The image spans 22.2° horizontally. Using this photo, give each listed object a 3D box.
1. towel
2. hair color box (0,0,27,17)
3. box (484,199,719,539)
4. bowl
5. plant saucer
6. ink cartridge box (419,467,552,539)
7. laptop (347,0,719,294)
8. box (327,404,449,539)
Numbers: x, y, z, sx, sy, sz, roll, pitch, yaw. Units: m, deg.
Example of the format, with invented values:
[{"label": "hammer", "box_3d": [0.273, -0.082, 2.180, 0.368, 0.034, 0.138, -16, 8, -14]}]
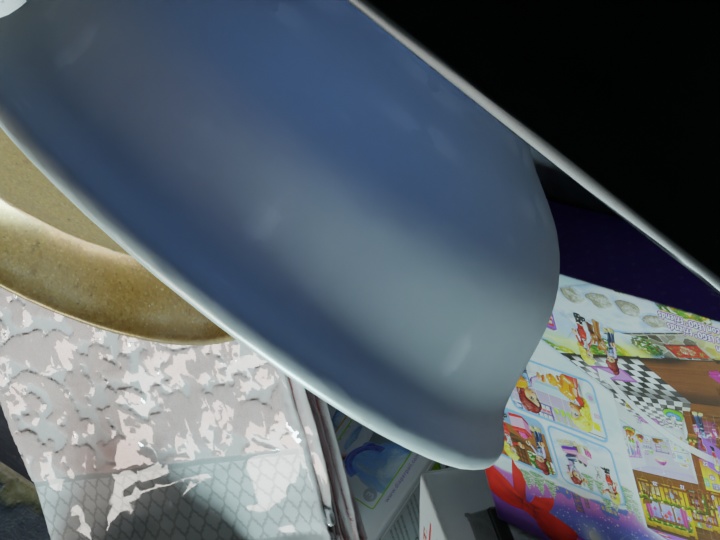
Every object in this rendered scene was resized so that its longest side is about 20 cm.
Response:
[{"label": "towel", "box_3d": [-0.107, 0.064, 0.931, 0.199, 0.032, 0.192, -10, 103, 34]}, {"label": "hair color box", "box_3d": [-0.127, -0.151, 0.576, 0.100, 0.061, 0.200, 36, 165, 0]}, {"label": "box", "box_3d": [0.110, 0.053, 0.622, 0.199, 0.039, 0.138, 19, 135, 48]}, {"label": "bowl", "box_3d": [-0.010, -0.041, 0.534, 0.201, 0.091, 0.201, 37, -171, -7]}, {"label": "plant saucer", "box_3d": [-0.125, -0.036, 0.765, 0.199, 0.036, 0.201, 19, 155, 9]}, {"label": "ink cartridge box", "box_3d": [0.067, 0.156, 0.734, 0.200, 0.067, 0.117, -110, 16, -58]}, {"label": "laptop", "box_3d": [0.018, -0.063, 0.439, 0.177, 0.104, 0.200, 38, 165, -5]}, {"label": "box", "box_3d": [-0.045, 0.079, 1.006, 0.199, 0.102, 0.113, 31, 164, 18]}]
